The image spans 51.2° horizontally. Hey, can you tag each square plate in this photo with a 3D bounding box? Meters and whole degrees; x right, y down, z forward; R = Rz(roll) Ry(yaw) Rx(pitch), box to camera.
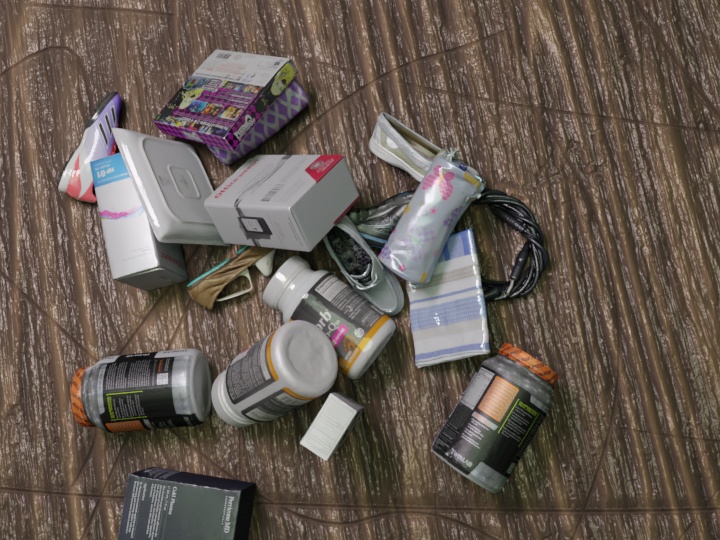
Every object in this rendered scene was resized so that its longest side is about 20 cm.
[{"bbox_3d":[-0.293,-0.135,1.216,0.028,0.198,0.201,-29,79,20],"label":"square plate"}]

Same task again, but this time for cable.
[{"bbox_3d":[0.215,-0.051,1.228,0.162,0.051,0.202,-14,78,5],"label":"cable"}]

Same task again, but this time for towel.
[{"bbox_3d":[0.132,0.047,1.195,0.146,0.024,0.202,-16,75,41],"label":"towel"}]

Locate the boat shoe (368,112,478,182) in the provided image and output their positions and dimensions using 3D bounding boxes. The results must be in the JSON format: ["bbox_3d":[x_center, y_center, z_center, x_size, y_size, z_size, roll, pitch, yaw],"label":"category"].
[{"bbox_3d":[0.107,-0.191,1.238,0.201,0.074,0.065,31,127,18],"label":"boat shoe"}]

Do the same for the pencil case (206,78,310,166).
[{"bbox_3d":[-0.181,-0.262,1.287,0.199,0.086,0.084,-35,117,-1],"label":"pencil case"}]

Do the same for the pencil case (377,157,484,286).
[{"bbox_3d":[0.109,-0.076,1.169,0.090,0.083,0.201,30,98,-3],"label":"pencil case"}]

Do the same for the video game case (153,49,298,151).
[{"bbox_3d":[-0.226,-0.288,1.246,0.199,0.036,0.182,18,65,39],"label":"video game case"}]

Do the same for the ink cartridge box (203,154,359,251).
[{"bbox_3d":[-0.125,-0.110,1.183,0.199,0.084,0.145,7,44,40],"label":"ink cartridge box"}]

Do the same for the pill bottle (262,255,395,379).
[{"bbox_3d":[-0.052,0.072,1.200,0.199,0.116,0.117,36,86,10],"label":"pill bottle"}]

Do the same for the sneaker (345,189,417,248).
[{"bbox_3d":[0.054,-0.081,1.248,0.198,0.073,0.083,-18,97,8],"label":"sneaker"}]

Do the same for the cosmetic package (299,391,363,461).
[{"bbox_3d":[-0.038,0.231,1.131,0.050,0.200,0.083,33,85,7],"label":"cosmetic package"}]

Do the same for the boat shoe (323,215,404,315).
[{"bbox_3d":[0.000,-0.001,1.199,0.070,0.072,0.201,-33,105,13],"label":"boat shoe"}]

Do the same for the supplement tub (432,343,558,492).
[{"bbox_3d":[0.208,0.221,1.143,0.122,0.123,0.201,33,85,9],"label":"supplement tub"}]

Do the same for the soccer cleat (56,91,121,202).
[{"bbox_3d":[-0.456,-0.216,1.317,0.073,0.068,0.201,26,80,-15],"label":"soccer cleat"}]

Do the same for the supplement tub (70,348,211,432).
[{"bbox_3d":[-0.348,0.194,1.205,0.198,0.123,0.124,-5,81,4],"label":"supplement tub"}]

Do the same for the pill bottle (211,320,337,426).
[{"bbox_3d":[-0.136,0.164,1.144,0.200,0.116,0.117,-33,76,40],"label":"pill bottle"}]

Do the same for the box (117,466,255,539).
[{"bbox_3d":[-0.274,0.424,1.171,0.180,0.104,0.202,7,82,7],"label":"box"}]

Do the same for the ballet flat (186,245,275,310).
[{"bbox_3d":[-0.195,-0.004,1.257,0.200,0.068,0.073,-39,99,-3],"label":"ballet flat"}]

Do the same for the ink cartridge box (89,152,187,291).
[{"bbox_3d":[-0.361,-0.077,1.237,0.084,0.145,0.202,-16,80,3],"label":"ink cartridge box"}]
